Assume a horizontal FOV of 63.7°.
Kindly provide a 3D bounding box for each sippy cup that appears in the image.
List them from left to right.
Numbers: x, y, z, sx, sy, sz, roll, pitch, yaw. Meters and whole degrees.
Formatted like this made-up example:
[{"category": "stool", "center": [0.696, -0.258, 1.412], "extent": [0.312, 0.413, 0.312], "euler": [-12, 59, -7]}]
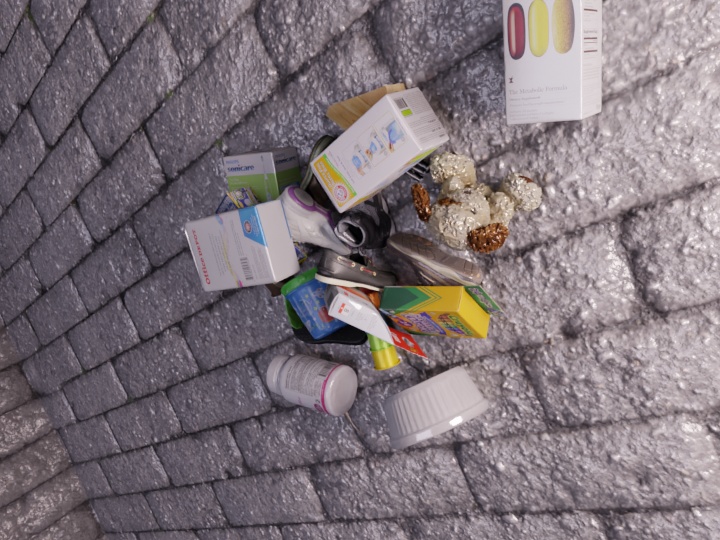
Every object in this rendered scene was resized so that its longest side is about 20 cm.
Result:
[{"category": "sippy cup", "center": [-0.081, 0.068, 1.219], "extent": [0.132, 0.138, 0.178], "euler": [64, 163, 6]}]

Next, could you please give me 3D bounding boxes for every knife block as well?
[{"category": "knife block", "center": [0.047, -0.239, 1.054], "extent": [0.198, 0.064, 0.178], "euler": [-6, 103, 38]}]

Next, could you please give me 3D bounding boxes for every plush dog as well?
[{"category": "plush dog", "center": [0.171, -0.089, 0.947], "extent": [0.199, 0.171, 0.162], "euler": [26, 122, 25]}]

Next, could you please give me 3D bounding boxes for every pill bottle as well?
[{"category": "pill bottle", "center": [-0.115, 0.258, 1.343], "extent": [0.198, 0.113, 0.115], "euler": [7, 112, 36]}]

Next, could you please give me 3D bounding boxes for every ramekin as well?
[{"category": "ramekin", "center": [0.136, 0.256, 1.105], "extent": [0.202, 0.201, 0.095], "euler": [-34, 74, 40]}]

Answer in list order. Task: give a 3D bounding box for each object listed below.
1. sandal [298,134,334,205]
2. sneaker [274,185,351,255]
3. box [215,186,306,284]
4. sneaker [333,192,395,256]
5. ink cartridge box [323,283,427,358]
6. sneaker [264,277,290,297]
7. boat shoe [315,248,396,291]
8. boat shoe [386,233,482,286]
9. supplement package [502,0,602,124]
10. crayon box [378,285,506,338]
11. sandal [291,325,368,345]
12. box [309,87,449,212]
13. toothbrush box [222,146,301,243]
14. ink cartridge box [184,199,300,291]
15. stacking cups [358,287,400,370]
[{"category": "sandal", "center": [-0.085, -0.173, 1.176], "extent": [0.057, 0.080, 0.203], "euler": [27, 123, 9]}, {"category": "sneaker", "center": [-0.100, -0.089, 1.171], "extent": [0.099, 0.075, 0.199], "euler": [-35, 126, 26]}, {"category": "box", "center": [-0.205, -0.074, 1.196], "extent": [0.200, 0.070, 0.064], "euler": [50, 128, 8]}, {"category": "sneaker", "center": [-0.010, -0.126, 1.109], "extent": [0.075, 0.113, 0.202], "euler": [-23, 93, 40]}, {"category": "ink cartridge box", "center": [0.030, 0.085, 1.076], "extent": [0.198, 0.162, 0.051], "euler": [23, 96, -10]}, {"category": "sneaker", "center": [-0.249, -0.021, 1.363], "extent": [0.200, 0.070, 0.076], "euler": [49, 130, 12]}, {"category": "boat shoe", "center": [0.002, 0.001, 1.109], "extent": [0.073, 0.200, 0.064], "euler": [20, 97, 46]}, {"category": "boat shoe", "center": [0.128, -0.003, 1.080], "extent": [0.199, 0.074, 0.074], "euler": [30, 123, 26]}, {"category": "supplement package", "center": [0.272, -0.319, 0.820], "extent": [0.113, 0.109, 0.203], "euler": [5, 110, 35]}, {"category": "crayon box", "center": [0.149, 0.077, 1.063], "extent": [0.198, 0.052, 0.126], "euler": [-2, 151, 37]}, {"category": "sandal", "center": [-0.068, 0.137, 1.292], "extent": [0.198, 0.076, 0.048], "euler": [7, 157, 28]}, {"category": "box", "center": [0.029, -0.198, 0.968], "extent": [0.199, 0.112, 0.102], "euler": [-33, 90, 38]}, {"category": "toothbrush box", "center": [-0.202, -0.158, 1.261], "extent": [0.144, 0.086, 0.203], "euler": [2, 110, 34]}, {"category": "ink cartridge box", "center": [-0.232, -0.046, 1.128], "extent": [0.198, 0.084, 0.146], "euler": [-8, 102, 33]}, {"category": "stacking cups", "center": [0.025, 0.105, 1.211], "extent": [0.060, 0.060, 0.202], "euler": [-14, 97, 40]}]
